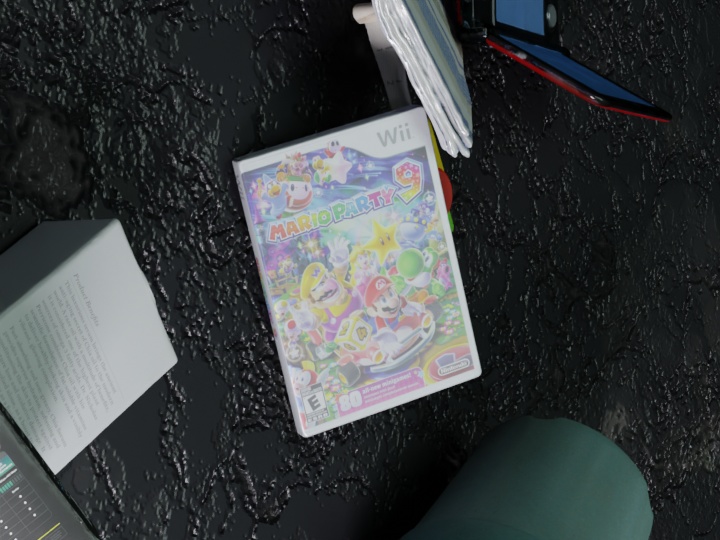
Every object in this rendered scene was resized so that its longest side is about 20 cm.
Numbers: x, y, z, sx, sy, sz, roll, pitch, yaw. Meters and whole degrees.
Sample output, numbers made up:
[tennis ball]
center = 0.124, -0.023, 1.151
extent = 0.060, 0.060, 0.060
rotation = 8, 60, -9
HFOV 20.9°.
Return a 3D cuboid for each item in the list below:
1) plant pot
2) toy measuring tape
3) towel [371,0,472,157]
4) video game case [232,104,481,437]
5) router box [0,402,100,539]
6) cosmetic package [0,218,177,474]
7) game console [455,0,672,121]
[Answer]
[plant pot]
center = 0.118, 0.221, 1.428
extent = 0.196, 0.199, 0.201
rotation = -52, 127, -47
[toy measuring tape]
center = 0.019, -0.088, 1.398
extent = 0.073, 0.073, 0.201
rotation = -37, 117, -45
[towel]
center = 0.040, -0.185, 1.391
extent = 0.201, 0.024, 0.147
rotation = -91, 156, -56
[video game case]
center = 0.000, 0.000, 1.358
extent = 0.142, 0.018, 0.202
rotation = -18, 105, -18
[router box]
center = -0.254, 0.138, 0.986
extent = 0.200, 0.062, 0.150
rotation = -37, 119, -12
[cosmetic package]
center = -0.204, 0.063, 1.114
extent = 0.200, 0.071, 0.102
rotation = -43, 122, -42
[game console]
center = 0.160, -0.203, 1.503
extent = 0.200, 0.118, 0.174
rotation = 0, 89, -66
